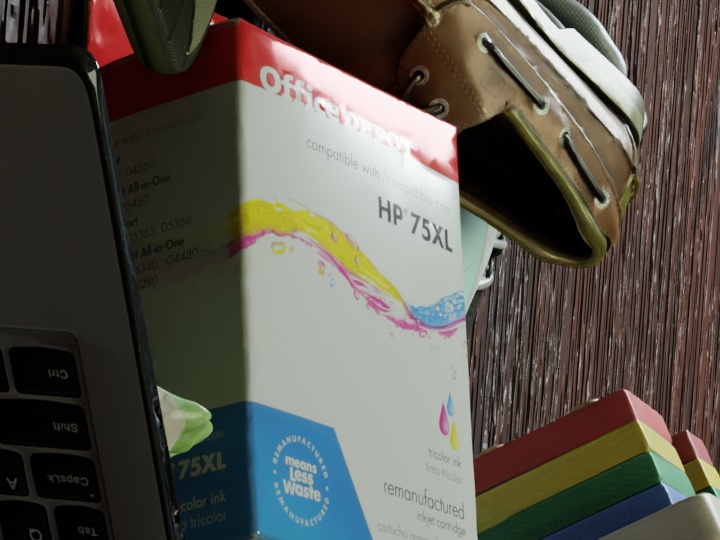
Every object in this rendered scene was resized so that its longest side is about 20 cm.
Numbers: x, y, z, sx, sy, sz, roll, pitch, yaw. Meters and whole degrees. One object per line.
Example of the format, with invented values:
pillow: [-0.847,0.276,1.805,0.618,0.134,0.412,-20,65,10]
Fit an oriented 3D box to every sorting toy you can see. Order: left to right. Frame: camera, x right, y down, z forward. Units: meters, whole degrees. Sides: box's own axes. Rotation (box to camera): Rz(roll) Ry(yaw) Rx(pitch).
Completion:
sorting toy: [0.047,0.118,1.053,0.070,0.198,0.200,67,12,16]

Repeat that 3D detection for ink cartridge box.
ink cartridge box: [-0.026,0.002,0.892,0.116,0.067,0.201,22,59,-50]

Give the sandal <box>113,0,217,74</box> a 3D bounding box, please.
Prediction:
sandal: [-0.092,-0.142,0.804,0.201,0.057,0.080,59,36,-33]

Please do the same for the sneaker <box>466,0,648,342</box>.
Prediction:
sneaker: [0.054,-0.034,1.127,0.075,0.115,0.201,-40,130,-63]

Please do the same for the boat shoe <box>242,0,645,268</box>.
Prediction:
boat shoe: [0.026,-0.070,1.005,0.200,0.072,0.068,30,54,-30]

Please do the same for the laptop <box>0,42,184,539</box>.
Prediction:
laptop: [-0.136,0.070,0.513,0.116,0.187,0.201,-56,145,-55]

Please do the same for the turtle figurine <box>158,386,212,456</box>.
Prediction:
turtle figurine: [-0.070,0.138,0.761,0.144,0.199,0.194,106,-8,-61]

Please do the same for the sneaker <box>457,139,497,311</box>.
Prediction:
sneaker: [0.000,0.000,1.037,0.118,0.074,0.201,21,75,-76]
